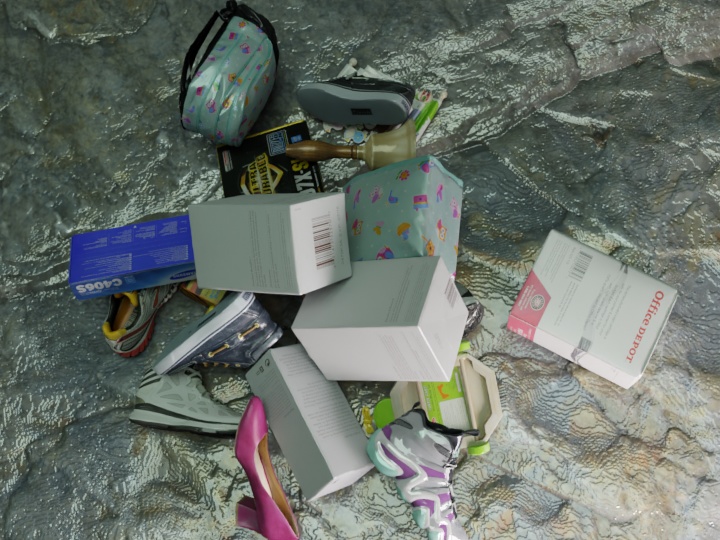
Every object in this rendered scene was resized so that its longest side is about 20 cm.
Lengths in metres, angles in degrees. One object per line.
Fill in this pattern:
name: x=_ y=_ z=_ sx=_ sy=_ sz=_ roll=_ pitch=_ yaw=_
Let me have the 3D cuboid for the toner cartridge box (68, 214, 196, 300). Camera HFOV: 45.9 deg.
toner cartridge box: x=-0.333 y=-0.021 z=1.275 sx=0.195 sy=0.044 sz=0.097 roll=-10 pitch=53 yaw=-2

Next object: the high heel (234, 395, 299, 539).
high heel: x=-0.124 y=0.276 z=1.173 sx=0.094 sy=0.067 sz=0.205 roll=8 pitch=99 yaw=17

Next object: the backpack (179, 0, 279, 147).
backpack: x=-0.206 y=-0.298 z=1.347 sx=0.124 sy=0.168 sz=0.203 roll=20 pitch=59 yaw=9

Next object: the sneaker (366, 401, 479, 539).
sneaker: x=0.115 y=0.270 z=1.146 sx=0.139 sy=0.078 sz=0.201 roll=-39 pitch=90 yaw=7

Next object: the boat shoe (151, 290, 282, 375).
boat shoe: x=-0.205 y=0.112 z=1.208 sx=0.199 sy=0.071 sz=0.091 roll=-35 pitch=107 yaw=22

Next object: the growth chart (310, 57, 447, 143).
growth chart: x=0.027 y=-0.268 z=1.401 sx=0.197 sy=0.018 sz=0.147 roll=25 pitch=77 yaw=15

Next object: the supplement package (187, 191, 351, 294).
supplement package: x=-0.124 y=-0.040 z=1.154 sx=0.197 sy=0.116 sz=0.120 roll=3 pitch=105 yaw=37

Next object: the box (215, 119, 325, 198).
box: x=-0.137 y=-0.132 z=1.333 sx=0.156 sy=0.050 sz=0.203 roll=-15 pitch=55 yaw=0

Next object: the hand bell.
hand bell: x=-0.017 y=-0.180 z=1.302 sx=0.195 sy=0.104 sz=0.107 roll=0 pitch=70 yaw=-5

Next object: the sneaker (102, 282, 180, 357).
sneaker: x=-0.334 y=0.030 z=1.308 sx=0.076 sy=0.082 sz=0.204 roll=13 pitch=72 yaw=13

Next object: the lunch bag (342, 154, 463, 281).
lunch bag: x=0.043 y=-0.058 z=1.252 sx=0.197 sy=0.121 sz=0.174 roll=-8 pitch=66 yaw=37

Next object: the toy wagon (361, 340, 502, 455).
toy wagon: x=0.098 y=0.190 z=1.205 sx=0.195 sy=0.040 sz=0.159 roll=-12 pitch=90 yaw=4

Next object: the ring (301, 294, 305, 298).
ring: x=0.000 y=0.000 z=1.312 sx=0.195 sy=0.019 sz=0.205 roll=-2 pitch=71 yaw=5

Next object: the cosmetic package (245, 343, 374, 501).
cosmetic package: x=-0.069 y=0.208 z=1.197 sx=0.071 sy=0.100 sz=0.202 roll=-44 pitch=66 yaw=33

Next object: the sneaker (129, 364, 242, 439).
sneaker: x=-0.238 y=0.180 z=1.249 sx=0.196 sy=0.076 sz=0.118 roll=6 pitch=74 yaw=11

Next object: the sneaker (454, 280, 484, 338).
sneaker: x=0.084 y=0.088 z=1.253 sx=0.198 sy=0.074 sz=0.080 roll=-31 pitch=46 yaw=-1

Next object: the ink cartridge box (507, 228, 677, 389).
ink cartridge box: x=0.329 y=0.057 z=1.219 sx=0.197 sy=0.083 sz=0.148 roll=27 pitch=76 yaw=15

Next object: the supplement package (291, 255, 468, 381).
supplement package: x=0.028 y=0.068 z=1.159 sx=0.196 sy=0.122 sz=0.121 roll=-3 pitch=47 yaw=30

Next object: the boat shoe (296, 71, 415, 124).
boat shoe: x=-0.007 y=-0.283 z=1.360 sx=0.195 sy=0.074 sz=0.069 roll=6 pitch=53 yaw=28

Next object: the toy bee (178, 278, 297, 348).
toy bee: x=-0.191 y=0.041 z=1.275 sx=0.195 sy=0.109 sz=0.134 roll=6 pitch=69 yaw=9
